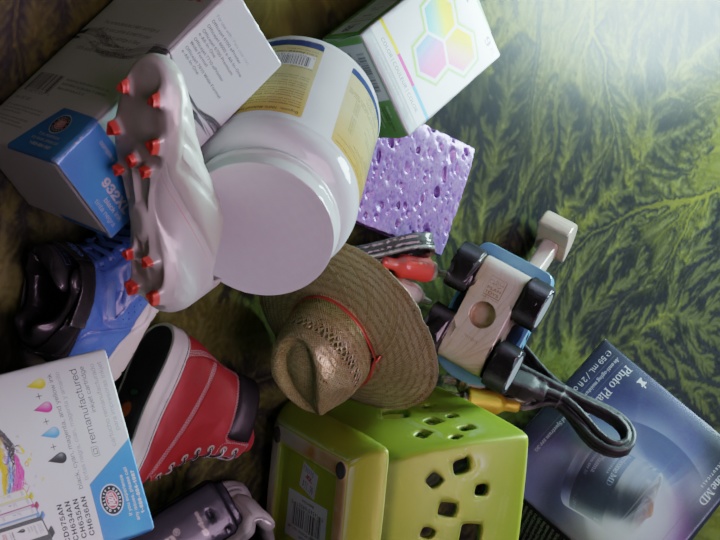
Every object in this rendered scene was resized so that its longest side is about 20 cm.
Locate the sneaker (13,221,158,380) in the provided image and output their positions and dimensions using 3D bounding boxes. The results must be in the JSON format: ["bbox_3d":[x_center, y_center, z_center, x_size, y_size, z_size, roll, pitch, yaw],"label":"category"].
[{"bbox_3d":[-0.208,-0.012,1.263,0.111,0.076,0.201,33,86,-48],"label":"sneaker"}]

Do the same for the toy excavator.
[{"bbox_3d":[0.146,0.022,1.524,0.196,0.099,0.200,-63,167,-1],"label":"toy excavator"}]

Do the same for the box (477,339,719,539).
[{"bbox_3d":[0.259,0.218,1.595,0.200,0.198,0.124,-44,164,-22],"label":"box"}]

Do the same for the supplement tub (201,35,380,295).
[{"bbox_3d":[-0.065,-0.087,1.266,0.201,0.143,0.145,-75,146,-54],"label":"supplement tub"}]

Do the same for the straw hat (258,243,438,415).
[{"bbox_3d":[-0.034,0.073,1.340,0.085,0.199,0.202,-52,128,-38],"label":"straw hat"}]

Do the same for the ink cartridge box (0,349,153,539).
[{"bbox_3d":[-0.289,0.162,1.170,0.198,0.144,0.149,-13,84,-36],"label":"ink cartridge box"}]

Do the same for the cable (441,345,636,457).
[{"bbox_3d":[0.181,0.125,1.552,0.198,0.051,0.098,24,47,-4],"label":"cable"}]

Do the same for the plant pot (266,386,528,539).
[{"bbox_3d":[0.021,0.221,1.431,0.180,0.199,0.202,0,101,-32],"label":"plant pot"}]

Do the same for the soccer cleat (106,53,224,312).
[{"bbox_3d":[-0.138,-0.066,1.133,0.077,0.069,0.202,-23,126,-39],"label":"soccer cleat"}]

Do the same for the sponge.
[{"bbox_3d":[0.018,-0.095,1.456,0.199,0.030,0.113,21,86,-39],"label":"sponge"}]

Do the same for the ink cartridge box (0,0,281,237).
[{"bbox_3d":[-0.182,-0.135,1.211,0.200,0.144,0.084,-48,126,-19],"label":"ink cartridge box"}]

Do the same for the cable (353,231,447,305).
[{"bbox_3d":[0.000,0.000,1.433,0.199,0.051,0.097,5,142,-43],"label":"cable"}]

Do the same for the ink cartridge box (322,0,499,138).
[{"bbox_3d":[0.065,-0.218,1.426,0.200,0.059,0.105,-42,117,-32],"label":"ink cartridge box"}]

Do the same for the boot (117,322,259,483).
[{"bbox_3d":[-0.165,0.166,1.347,0.144,0.072,0.202,39,73,-39],"label":"boot"}]

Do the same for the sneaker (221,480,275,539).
[{"bbox_3d":[-0.106,0.297,1.417,0.075,0.081,0.203,-18,113,-36],"label":"sneaker"}]

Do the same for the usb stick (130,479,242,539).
[{"bbox_3d":[-0.196,0.250,1.334,0.199,0.033,0.056,-30,81,-18],"label":"usb stick"}]
